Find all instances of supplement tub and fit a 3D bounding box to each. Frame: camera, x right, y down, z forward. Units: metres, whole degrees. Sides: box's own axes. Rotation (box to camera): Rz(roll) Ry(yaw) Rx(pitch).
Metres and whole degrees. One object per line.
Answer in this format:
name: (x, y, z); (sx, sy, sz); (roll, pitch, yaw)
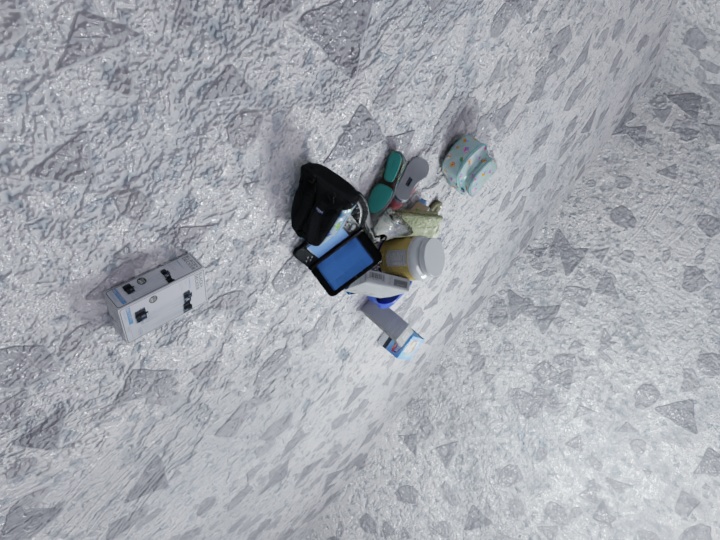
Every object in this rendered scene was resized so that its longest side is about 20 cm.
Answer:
supplement tub: (0.158, -0.039, 1.664); (0.145, 0.199, 0.147); (3, 86, -50)

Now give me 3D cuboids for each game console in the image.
game console: (-0.063, -0.044, 1.466); (0.200, 0.117, 0.176); (-37, 154, 4)

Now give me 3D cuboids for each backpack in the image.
backpack: (0.382, -0.370, 1.800); (0.176, 0.153, 0.200); (-47, 148, 3)
backpack: (-0.098, -0.153, 1.283); (0.154, 0.163, 0.201); (-39, 162, -57)

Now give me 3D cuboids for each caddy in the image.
caddy: (0.101, 0.044, 1.861); (0.200, 0.141, 0.105); (-44, 166, -16)

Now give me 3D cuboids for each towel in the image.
towel: (0.170, -0.143, 1.734); (0.037, 0.198, 0.149); (-91, -173, -46)

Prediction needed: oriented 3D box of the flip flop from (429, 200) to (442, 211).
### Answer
flip flop: (0.265, -0.173, 1.962); (0.081, 0.057, 0.201); (-1, 125, -58)

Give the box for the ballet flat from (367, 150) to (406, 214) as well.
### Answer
ballet flat: (0.084, -0.261, 1.534); (0.074, 0.074, 0.201); (-4, 127, -57)

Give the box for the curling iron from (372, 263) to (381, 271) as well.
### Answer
curling iron: (-0.029, -0.004, 1.614); (0.198, 0.026, 0.050); (-6, 166, -14)

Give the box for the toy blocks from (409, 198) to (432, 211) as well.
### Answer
toy blocks: (0.210, -0.178, 1.845); (0.137, 0.100, 0.201); (-46, 157, -39)

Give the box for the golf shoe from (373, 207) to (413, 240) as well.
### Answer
golf shoe: (0.099, -0.135, 1.615); (0.097, 0.078, 0.200); (-44, 156, 13)

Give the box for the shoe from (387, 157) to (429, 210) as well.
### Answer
shoe: (0.144, -0.275, 1.627); (0.201, 0.071, 0.091); (-56, -170, -30)

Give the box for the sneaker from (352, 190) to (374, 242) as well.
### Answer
sneaker: (-0.005, -0.163, 1.534); (0.073, 0.080, 0.201); (-7, 136, 6)

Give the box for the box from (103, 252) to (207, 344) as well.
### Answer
box: (-0.432, 0.057, 1.098); (0.199, 0.060, 0.117); (-32, 148, -37)

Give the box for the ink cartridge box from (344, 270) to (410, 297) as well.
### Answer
ink cartridge box: (0.046, 0.048, 1.674); (0.159, 0.200, 0.048); (12, 77, -23)

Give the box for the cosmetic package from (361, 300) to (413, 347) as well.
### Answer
cosmetic package: (0.105, 0.197, 2.015); (0.090, 0.200, 0.107); (-49, 152, -8)

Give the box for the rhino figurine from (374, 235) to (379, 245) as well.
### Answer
rhino figurine: (-0.009, -0.065, 1.612); (0.199, 0.087, 0.060); (-31, 148, -36)

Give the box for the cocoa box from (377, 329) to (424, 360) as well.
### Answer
cocoa box: (0.195, 0.331, 2.412); (0.134, 0.131, 0.200); (-54, 155, 5)

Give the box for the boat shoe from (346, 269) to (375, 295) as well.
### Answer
boat shoe: (0.000, 0.000, 1.732); (0.068, 0.085, 0.200); (-8, 148, -30)
